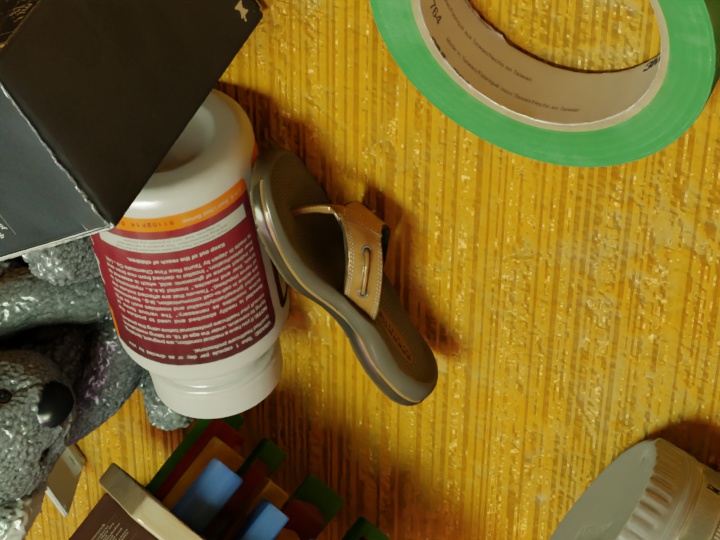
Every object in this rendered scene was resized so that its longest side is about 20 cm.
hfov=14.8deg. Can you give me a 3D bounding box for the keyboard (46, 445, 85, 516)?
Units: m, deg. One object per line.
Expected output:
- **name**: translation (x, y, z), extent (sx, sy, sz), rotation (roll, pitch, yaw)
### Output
- **keyboard**: translation (-0.249, 0.084, 1.941), extent (0.011, 0.056, 0.200), rotation (-15, 124, 26)

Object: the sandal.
- **sandal**: translation (0.000, 0.000, 1.686), extent (0.054, 0.082, 0.200), rotation (-23, 117, 25)

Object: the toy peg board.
- **toy peg board**: translation (-0.057, 0.173, 1.827), extent (0.200, 0.098, 0.199), rotation (39, 174, -10)

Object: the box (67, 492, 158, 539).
- **box**: translation (-0.140, 0.229, 1.933), extent (0.100, 0.075, 0.200), rotation (42, 175, -19)

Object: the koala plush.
- **koala plush**: translation (-0.224, 0.082, 1.809), extent (0.183, 0.200, 0.178), rotation (-12, 125, 40)

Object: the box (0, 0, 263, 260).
- **box**: translation (-0.194, -0.110, 1.592), extent (0.196, 0.200, 0.124), rotation (-13, 124, 39)

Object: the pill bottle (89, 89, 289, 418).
- **pill bottle**: translation (-0.105, -0.007, 1.712), extent (0.112, 0.113, 0.201), rotation (10, 136, 23)

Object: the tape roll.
- **tape roll**: translation (0.103, -0.147, 1.489), extent (0.200, 0.048, 0.201), rotation (17, 139, 16)

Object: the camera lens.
- **camera lens**: translation (0.216, 0.220, 1.711), extent (0.200, 0.160, 0.160), rotation (36, 140, -7)
